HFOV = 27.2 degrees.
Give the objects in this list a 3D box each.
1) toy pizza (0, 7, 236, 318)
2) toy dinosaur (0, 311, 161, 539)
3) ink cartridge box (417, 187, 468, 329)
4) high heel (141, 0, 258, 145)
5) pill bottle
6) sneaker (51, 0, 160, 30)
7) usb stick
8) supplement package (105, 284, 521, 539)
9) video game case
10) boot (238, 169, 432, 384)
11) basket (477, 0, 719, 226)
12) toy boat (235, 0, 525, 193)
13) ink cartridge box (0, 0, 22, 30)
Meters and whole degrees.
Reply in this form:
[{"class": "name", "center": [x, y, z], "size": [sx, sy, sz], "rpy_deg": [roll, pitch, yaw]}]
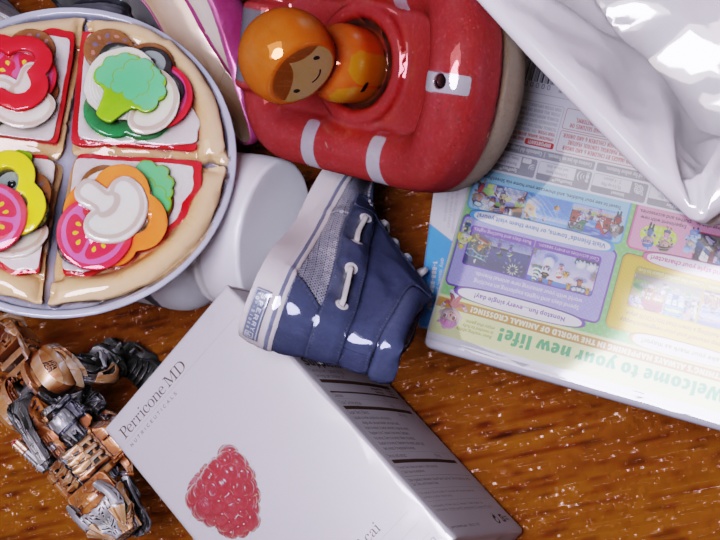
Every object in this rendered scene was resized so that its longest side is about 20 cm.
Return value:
[{"class": "toy pizza", "center": [-0.172, -0.069, 0.861], "size": [0.199, 0.032, 0.201], "rpy_deg": [1, 68, -3]}, {"class": "toy dinosaur", "center": [-0.182, 0.080, 0.939], "size": [0.102, 0.136, 0.201], "rpy_deg": [-21, 75, 20]}, {"class": "ink cartridge box", "center": [0.141, -0.011, 0.849], "size": [0.199, 0.067, 0.116], "rpy_deg": [6, 84, 24]}, {"class": "high heel", "center": [-0.121, -0.164, 0.921], "size": [0.067, 0.200, 0.096], "rpy_deg": [-31, 26, 47]}, {"class": "pill bottle", "center": [-0.141, -0.037, 0.951], "size": [0.199, 0.113, 0.114], "rpy_deg": [10, 86, 24]}, {"class": "sneaker", "center": [-0.179, -0.201, 1.024], "size": [0.079, 0.075, 0.200], "rpy_deg": [-40, 75, -1]}, {"class": "usb stick", "center": [-0.185, -0.077, 0.902], "size": [0.055, 0.033, 0.201], "rpy_deg": [6, 66, 22]}, {"class": "supplement package", "center": [-0.028, 0.123, 0.874], "size": [0.200, 0.120, 0.121], "rpy_deg": [46, 103, 23]}, {"class": "video game case", "center": [0.149, -0.021, 0.798], "size": [0.199, 0.022, 0.183], "rpy_deg": [15, 87, 24]}, {"class": "boot", "center": [0.000, 0.000, 0.864], "size": [0.090, 0.200, 0.073], "rpy_deg": [21, 122, 4]}, {"class": "basket", "center": [0.162, -0.130, 0.725], "size": [0.136, 0.123, 0.200], "rpy_deg": [-46, 67, 18]}, {"class": "toy boat", "center": [-0.011, -0.114, 0.813], "size": [0.200, 0.130, 0.131], "rpy_deg": [17, 104, 41]}, {"class": "ink cartridge box", "center": [-0.294, -0.128, 0.990], "size": [0.146, 0.083, 0.200], "rpy_deg": [-60, 26, 5]}]
